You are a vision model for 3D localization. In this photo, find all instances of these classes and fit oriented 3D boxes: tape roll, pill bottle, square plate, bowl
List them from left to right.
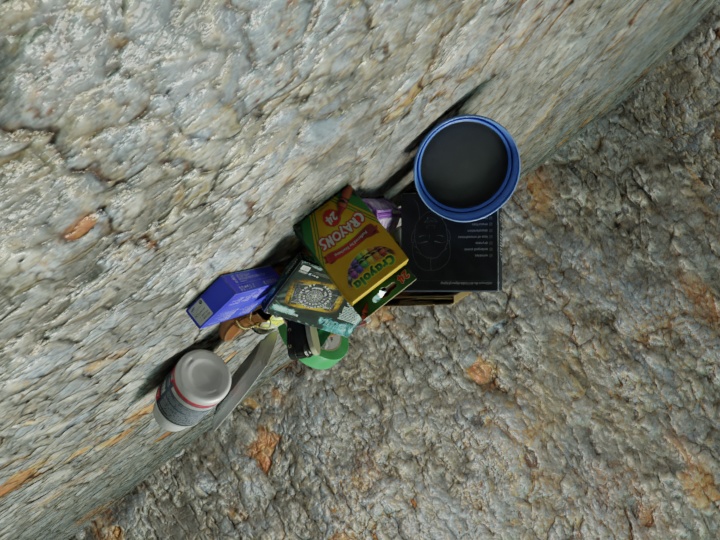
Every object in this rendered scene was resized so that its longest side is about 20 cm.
[{"bbox_3d":[-0.366,0.263,1.587,0.119,0.120,0.200,-32,170,-46],"label":"pill bottle"},{"bbox_3d":[-0.257,0.234,1.650,0.198,0.028,0.200,-52,-170,14],"label":"square plate"},{"bbox_3d":[-0.119,0.151,1.881,0.048,0.201,0.200,-42,172,29],"label":"tape roll"},{"bbox_3d":[0.196,-0.192,1.393,0.200,0.201,0.039,-40,-161,13],"label":"bowl"}]

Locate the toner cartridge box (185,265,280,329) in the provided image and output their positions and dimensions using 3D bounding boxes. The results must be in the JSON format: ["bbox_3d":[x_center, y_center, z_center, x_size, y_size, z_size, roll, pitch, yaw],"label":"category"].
[{"bbox_3d":[-0.218,0.044,1.325,0.095,0.043,0.200,-41,173,16],"label":"toner cartridge box"}]

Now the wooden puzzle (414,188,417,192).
[{"bbox_3d":[0.143,-0.109,1.763,0.185,0.046,0.201,119,-22,-72],"label":"wooden puzzle"}]

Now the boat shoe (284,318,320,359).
[{"bbox_3d":[-0.125,0.081,1.484,0.063,0.202,0.074,-15,149,11],"label":"boat shoe"}]

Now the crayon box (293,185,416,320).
[{"bbox_3d":[-0.007,-0.031,1.296,0.127,0.200,0.051,-38,173,-9],"label":"crayon box"}]

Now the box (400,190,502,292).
[{"bbox_3d":[0.187,-0.056,1.519,0.199,0.198,0.124,0,179,14],"label":"box"}]

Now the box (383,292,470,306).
[{"bbox_3d":[0.142,0.056,1.607,0.162,0.021,0.200,-3,-176,19],"label":"box"}]

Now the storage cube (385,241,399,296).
[{"bbox_3d":[0.000,0.000,1.664,0.200,0.171,0.180,-39,172,9],"label":"storage cube"}]

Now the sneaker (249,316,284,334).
[{"bbox_3d":[-0.165,0.083,1.731,0.200,0.076,0.076,-34,174,-42],"label":"sneaker"}]

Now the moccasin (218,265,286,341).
[{"bbox_3d":[-0.203,0.077,1.476,0.201,0.078,0.074,-41,173,14],"label":"moccasin"}]

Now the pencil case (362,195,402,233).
[{"bbox_3d":[0.022,-0.102,1.465,0.085,0.085,0.200,-3,-173,18],"label":"pencil case"}]

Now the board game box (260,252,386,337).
[{"bbox_3d":[-0.067,0.050,1.393,0.199,0.028,0.135,21,121,-35],"label":"board game box"}]

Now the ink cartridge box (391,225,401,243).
[{"bbox_3d":[0.052,-0.042,1.886,0.145,0.084,0.200,-22,-174,38],"label":"ink cartridge box"}]

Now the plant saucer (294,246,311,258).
[{"bbox_3d":[-0.033,-0.037,1.465,0.199,0.038,0.200,-5,-178,0],"label":"plant saucer"}]

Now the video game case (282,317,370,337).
[{"bbox_3d":[-0.089,0.076,1.581,0.199,0.144,0.017,-23,-170,34],"label":"video game case"}]

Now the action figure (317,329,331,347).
[{"bbox_3d":[-0.041,0.049,1.484,0.054,0.119,0.200,3,140,-34],"label":"action figure"}]
